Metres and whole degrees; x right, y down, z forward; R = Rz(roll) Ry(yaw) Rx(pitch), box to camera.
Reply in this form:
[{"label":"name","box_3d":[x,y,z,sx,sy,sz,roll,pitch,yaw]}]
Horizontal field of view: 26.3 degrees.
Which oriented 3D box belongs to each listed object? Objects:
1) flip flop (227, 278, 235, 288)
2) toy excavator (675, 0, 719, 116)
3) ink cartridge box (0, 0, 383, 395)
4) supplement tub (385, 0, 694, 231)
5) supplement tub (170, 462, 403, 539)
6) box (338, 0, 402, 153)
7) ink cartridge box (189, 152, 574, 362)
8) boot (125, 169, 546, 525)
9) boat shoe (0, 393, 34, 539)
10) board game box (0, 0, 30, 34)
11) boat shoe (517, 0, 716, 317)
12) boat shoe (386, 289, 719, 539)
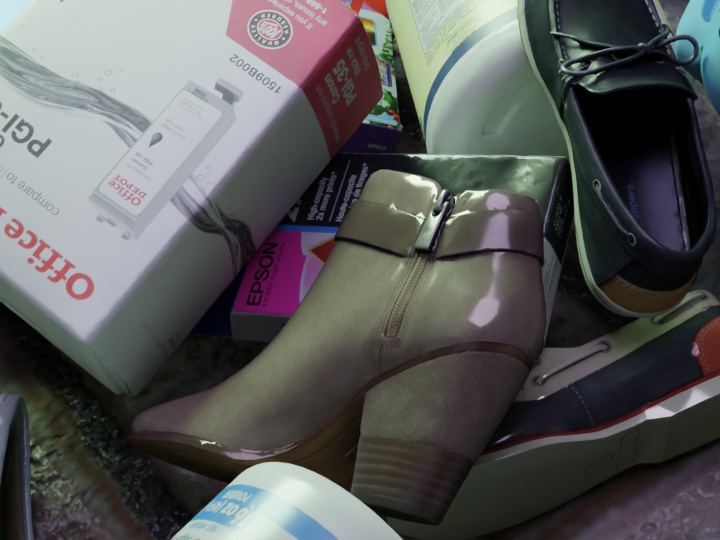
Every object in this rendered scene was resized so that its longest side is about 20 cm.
[{"label":"flip flop","box_3d":[0.000,0.000,0.802,0.198,0.058,0.081,17,51,22]},{"label":"toy excavator","box_3d":[0.202,-0.132,0.766,0.099,0.200,0.196,35,67,-17]},{"label":"ink cartridge box","box_3d":[-0.107,-0.064,0.742,0.146,0.083,0.201,35,77,18]},{"label":"supplement tub","box_3d":[0.091,-0.136,0.857,0.143,0.146,0.201,-10,46,-2]},{"label":"supplement tub","box_3d":[-0.063,0.183,0.590,0.131,0.133,0.200,30,56,30]},{"label":"box","box_3d":[-0.077,-0.132,0.900,0.198,0.039,0.138,10,46,-14]},{"label":"ink cartridge box","box_3d":[0.002,-0.010,0.753,0.198,0.037,0.096,2,61,29]},{"label":"boot","box_3d":[-0.007,0.028,0.684,0.198,0.070,0.148,7,73,34]},{"label":"boat shoe","box_3d":[-0.163,0.134,0.691,0.064,0.075,0.203,-22,41,-8]},{"label":"board game box","box_3d":[-0.162,-0.113,0.937,0.156,0.039,0.201,-11,50,-10]},{"label":"boat shoe","box_3d":[0.120,-0.081,0.700,0.074,0.062,0.202,-2,71,-15]},{"label":"boat shoe","box_3d":[0.095,0.065,0.716,0.198,0.071,0.063,-19,59,-13]}]
